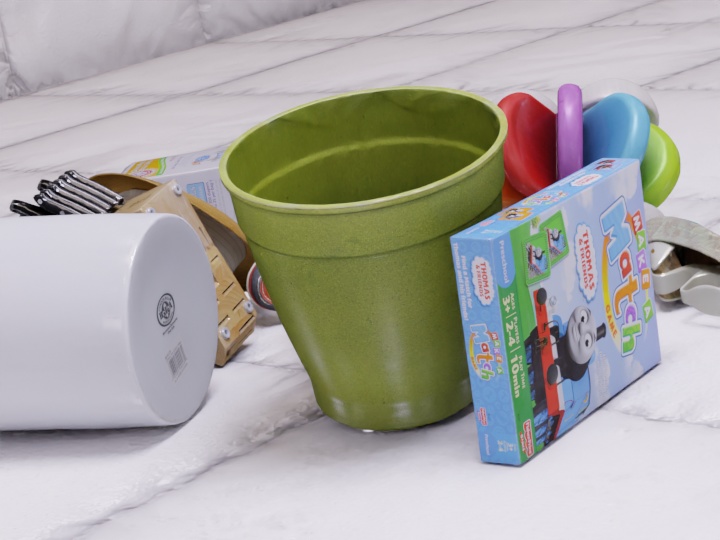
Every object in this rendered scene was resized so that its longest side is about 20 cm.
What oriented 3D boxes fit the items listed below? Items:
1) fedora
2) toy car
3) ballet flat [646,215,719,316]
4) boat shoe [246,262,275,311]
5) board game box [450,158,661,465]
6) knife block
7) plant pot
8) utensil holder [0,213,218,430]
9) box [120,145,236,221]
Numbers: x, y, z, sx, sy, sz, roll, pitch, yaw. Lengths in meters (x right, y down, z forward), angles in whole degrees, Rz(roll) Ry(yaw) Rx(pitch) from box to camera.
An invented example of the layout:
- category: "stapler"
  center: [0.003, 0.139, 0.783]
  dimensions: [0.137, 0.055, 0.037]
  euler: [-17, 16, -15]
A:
- category: "fedora"
  center: [-0.180, -0.007, 1.584]
  dimensions: [0.199, 0.201, 0.082]
  euler: [3, 59, 41]
- category: "toy car"
  center: [0.173, -0.097, 1.520]
  dimensions: [0.198, 0.150, 0.177]
  euler: [-5, 59, 15]
- category: "ballet flat"
  center: [0.261, 0.001, 1.370]
  dimensions: [0.062, 0.068, 0.200]
  euler: [-26, 19, -21]
- category: "boat shoe"
  center: [0.000, 0.000, 1.542]
  dimensions: [0.198, 0.072, 0.063]
  euler: [-9, 16, -14]
- category: "board game box"
  center: [0.137, 0.022, 1.189]
  dimensions: [0.036, 0.153, 0.199]
  euler: [2, 19, 36]
- category: "knife block"
  center: [-0.206, 0.005, 1.486]
  dimensions: [0.175, 0.201, 0.064]
  euler: [-23, 14, 33]
- category: "plant pot"
  center: [0.015, -0.001, 1.234]
  dimensions: [0.198, 0.195, 0.201]
  euler: [-8, 26, 4]
- category: "utensil holder"
  center: [-0.229, 0.038, 1.341]
  dimensions: [0.198, 0.172, 0.170]
  euler: [-3, 16, 21]
- category: "box"
  center: [-0.137, -0.061, 1.766]
  dimensions: [0.198, 0.114, 0.101]
  euler: [-8, 16, 8]
